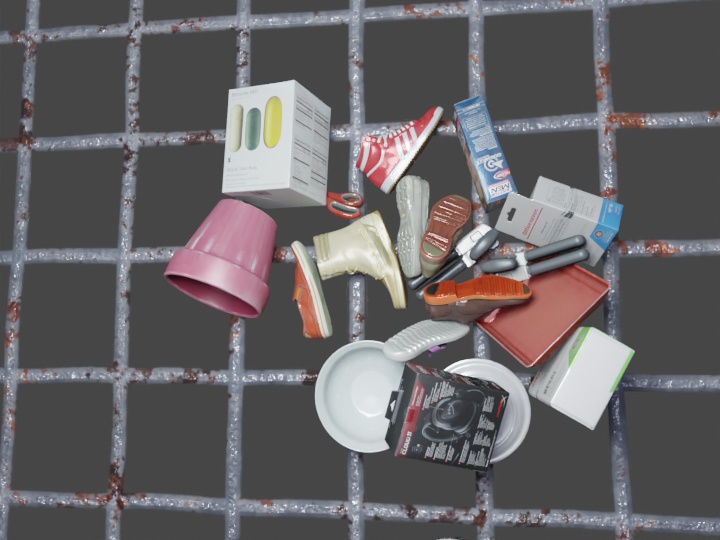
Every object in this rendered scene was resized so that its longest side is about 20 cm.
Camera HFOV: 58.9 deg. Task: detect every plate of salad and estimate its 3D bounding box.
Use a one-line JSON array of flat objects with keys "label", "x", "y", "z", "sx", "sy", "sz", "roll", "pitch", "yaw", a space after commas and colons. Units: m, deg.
[{"label": "plate of salad", "x": 0.218, "y": 0.265, "z": 1.203, "sx": 0.198, "sy": 0.048, "sz": 0.202, "roll": 0, "pitch": 93, "yaw": 5}]

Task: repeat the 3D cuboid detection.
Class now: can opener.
[{"label": "can opener", "x": 0.180, "y": -0.019, "z": 1.228, "sx": 0.199, "sy": 0.067, "sz": 0.054, "roll": -37, "pitch": 80, "yaw": 2}, {"label": "can opener", "x": 0.321, "y": -0.015, "z": 1.180, "sx": 0.199, "sy": 0.066, "sz": 0.053, "roll": -19, "pitch": 80, "yaw": 35}]

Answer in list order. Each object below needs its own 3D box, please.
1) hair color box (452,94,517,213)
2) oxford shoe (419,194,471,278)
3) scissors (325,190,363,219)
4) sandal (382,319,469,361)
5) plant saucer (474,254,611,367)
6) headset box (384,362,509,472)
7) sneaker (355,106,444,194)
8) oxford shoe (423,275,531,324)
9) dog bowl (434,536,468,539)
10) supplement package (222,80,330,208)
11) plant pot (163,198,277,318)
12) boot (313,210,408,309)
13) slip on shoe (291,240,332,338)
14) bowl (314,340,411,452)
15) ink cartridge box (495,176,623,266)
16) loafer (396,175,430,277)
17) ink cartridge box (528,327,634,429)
[{"label": "hair color box", "x": 0.236, "y": -0.221, "z": 1.227, "sx": 0.060, "sy": 0.100, "sz": 0.202, "roll": -19, "pitch": 81, "yaw": 5}, {"label": "oxford shoe", "x": 0.155, "y": -0.070, "z": 1.215, "sx": 0.070, "sy": 0.074, "sz": 0.200, "roll": 25, "pitch": 50, "yaw": 14}, {"label": "scissors", "x": -0.087, "y": -0.153, "z": 1.286, "sx": 0.198, "sy": 0.014, "sz": 0.073, "roll": 19, "pitch": 50, "yaw": 9}, {"label": "sandal", "x": 0.119, "y": 0.135, "z": 1.187, "sx": 0.082, "sy": 0.201, "sz": 0.050, "roll": 27, "pitch": 122, "yaw": 47}, {"label": "plant saucer", "x": 0.329, "y": 0.071, "z": 1.159, "sx": 0.200, "sy": 0.200, "sz": 0.037, "roll": -44, "pitch": 117, "yaw": 1}, {"label": "headset box", "x": 0.141, "y": 0.255, "z": 1.119, "sx": 0.198, "sy": 0.077, "sz": 0.150, "roll": 14, "pitch": 94, "yaw": -14}, {"label": "sneaker", "x": 0.072, "y": -0.263, "z": 1.268, "sx": 0.112, "sy": 0.071, "sz": 0.201, "roll": 37, "pitch": 91, "yaw": 6}, {"label": "oxford shoe", "x": 0.220, "y": 0.058, "z": 1.198, "sx": 0.198, "sy": 0.071, "sz": 0.073, "roll": -3, "pitch": 120, "yaw": 15}, {"label": "dog bowl", "x": 0.168, "y": 0.582, "z": 1.161, "sx": 0.198, "sy": 0.074, "sz": 0.202, "roll": -1, "pitch": 83, "yaw": 8}, {"label": "supplement package", "x": -0.160, "y": -0.236, "z": 1.237, "sx": 0.150, "sy": 0.150, "sz": 0.202, "roll": 0, "pitch": 83, "yaw": 25}, {"label": "plant pot", "x": -0.251, "y": -0.028, "z": 1.234, "sx": 0.198, "sy": 0.200, "sz": 0.180, "roll": 17, "pitch": 70, "yaw": 9}, {"label": "boot", "x": 0.000, "y": 0.000, "z": 1.247, "sx": 0.154, "sy": 0.073, "sz": 0.202, "roll": -20, "pitch": 80, "yaw": 4}, {"label": "slip on shoe", "x": -0.109, "y": 0.040, "z": 1.260, "sx": 0.061, "sy": 0.074, "sz": 0.202, "roll": -15, "pitch": 87, "yaw": 8}, {"label": "bowl", "x": 0.018, "y": 0.234, "z": 1.210, "sx": 0.199, "sy": 0.090, "sz": 0.203, "roll": -1, "pitch": 84, "yaw": 6}, {"label": "ink cartridge box", "x": 0.364, "y": -0.097, "z": 1.182, "sx": 0.199, "sy": 0.116, "sz": 0.068, "roll": 22, "pitch": 56, "yaw": 9}, {"label": "loafer", "x": 0.111, "y": -0.086, "z": 1.241, "sx": 0.069, "sy": 0.070, "sz": 0.202, "roll": 4, "pitch": 82, "yaw": -25}, {"label": "ink cartridge box", "x": 0.377, "y": 0.180, "z": 1.115, "sx": 0.084, "sy": 0.200, "sz": 0.146, "roll": 29, "pitch": 88, "yaw": 6}]
